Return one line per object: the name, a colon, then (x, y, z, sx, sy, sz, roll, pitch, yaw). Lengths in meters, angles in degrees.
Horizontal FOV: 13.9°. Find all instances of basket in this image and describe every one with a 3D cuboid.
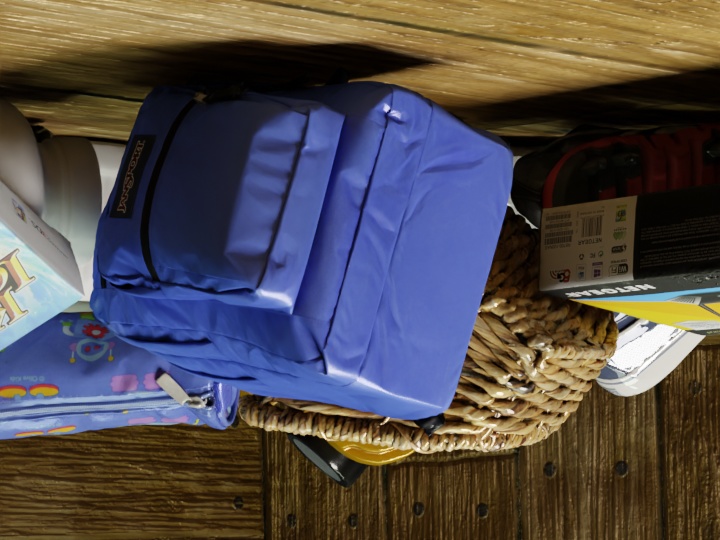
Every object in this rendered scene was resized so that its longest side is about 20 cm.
basket: (0.047, 0.052, 1.640, 0.143, 0.149, 0.200, 40, -166, 4)

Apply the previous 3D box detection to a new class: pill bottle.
pill bottle: (-0.238, -0.037, 1.525, 0.200, 0.111, 0.111, 0, 175, -23)

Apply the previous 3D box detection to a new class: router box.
router box: (0.216, -0.008, 1.568, 0.149, 0.051, 0.200, 14, 165, -43)

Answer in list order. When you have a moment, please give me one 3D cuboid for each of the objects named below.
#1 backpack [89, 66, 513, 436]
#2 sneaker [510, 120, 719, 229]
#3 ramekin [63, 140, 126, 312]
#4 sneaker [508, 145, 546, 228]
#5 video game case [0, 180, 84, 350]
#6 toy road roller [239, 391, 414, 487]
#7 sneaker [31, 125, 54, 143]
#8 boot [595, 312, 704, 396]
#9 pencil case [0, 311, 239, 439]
backpack: (-0.048, -0.026, 1.486, 0.168, 0.163, 0.200, 29, 165, -38)
sneaker: (0.171, -0.053, 1.723, 0.200, 0.071, 0.098, -7, -169, -33)
ramekin: (-0.219, -0.022, 1.795, 0.202, 0.094, 0.202, -3, 175, 0)
sneaker: (0.110, -0.049, 1.820, 0.200, 0.077, 0.080, 5, -174, -26)
video game case: (-0.266, 0.006, 1.442, 0.200, 0.045, 0.181, -32, 138, 11)
toy road roller: (-0.025, 0.039, 1.940, 0.200, 0.123, 0.146, 43, 170, 1)
sneaker: (-0.243, -0.003, 1.672, 0.200, 0.080, 0.074, -25, -157, 16)
boot: (0.198, -0.020, 1.785, 0.090, 0.200, 0.073, 45, 176, -35)
pencil case: (-0.167, 0.063, 1.787, 0.200, 0.078, 0.087, -3, -155, 1)
